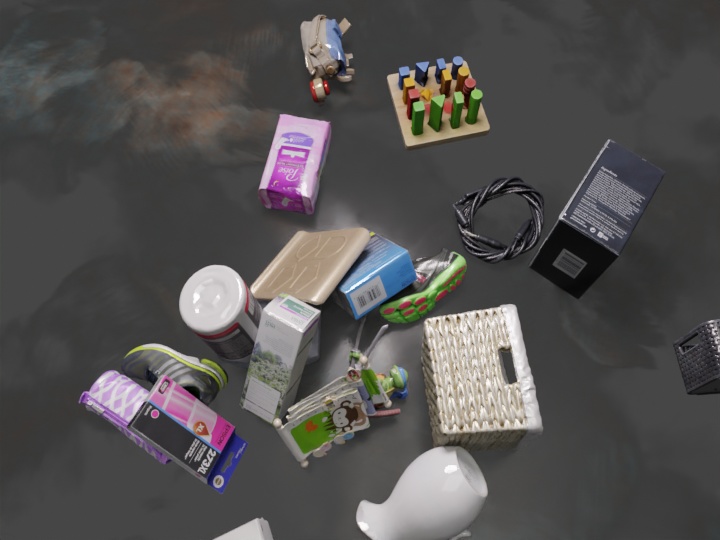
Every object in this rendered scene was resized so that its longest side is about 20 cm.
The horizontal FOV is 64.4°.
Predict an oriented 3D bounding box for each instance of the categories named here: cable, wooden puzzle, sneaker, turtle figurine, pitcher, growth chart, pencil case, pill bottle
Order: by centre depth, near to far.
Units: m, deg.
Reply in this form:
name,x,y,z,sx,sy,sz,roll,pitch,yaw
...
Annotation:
name,x,y,z,sx,sy,sz,roll,pitch,yaw
pitcher,0.114,0.386,0.891,0.199,0.121,0.173,-41,86,19
growth chart,-0.042,0.234,0.921,0.197,0.146,0.018,-34,36,2
pill bottle,-0.218,0.085,0.962,0.106,0.202,0.115,-3,63,6
turtle figurine,-0.023,0.179,0.992,0.190,0.204,0.144,-29,33,-8
pencil case,-0.388,0.253,0.993,0.195,0.085,0.086,27,99,11
sneaker,-0.338,0.191,1.014,0.192,0.076,0.082,10,34,7
wooden puzzle,-0.090,-0.003,1.066,0.195,0.047,0.187,3,46,43
sneaker,0.114,0.028,1.101,0.196,0.078,0.084,-32,51,-16
cable,0.292,-0.105,1.159,0.193,0.051,0.168,-18,67,-7

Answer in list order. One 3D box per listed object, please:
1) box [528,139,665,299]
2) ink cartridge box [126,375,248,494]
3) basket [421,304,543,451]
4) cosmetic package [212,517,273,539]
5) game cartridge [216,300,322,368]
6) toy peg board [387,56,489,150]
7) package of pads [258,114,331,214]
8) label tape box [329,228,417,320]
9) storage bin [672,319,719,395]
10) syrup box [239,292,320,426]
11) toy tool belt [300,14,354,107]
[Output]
name,x,y,z,sx,sy,sz,roll,pitch,yaw
box,0.433,-0.089,1.066,0.122,0.201,0.199,32,70,13
ink cartridge box,-0.277,0.273,0.948,0.200,0.037,0.096,44,53,-20
basket,0.190,0.190,0.949,0.154,0.202,0.205,-6,65,0
cosmetic package,-0.228,0.468,0.885,0.194,0.108,0.087,-22,66,-7
game cartridge,-0.171,0.117,1.079,0.192,0.041,0.138,1,62,2
toy peg board,0.173,-0.395,1.265,0.192,0.099,0.206,-11,66,-4
package of pads,-0.136,-0.228,1.210,0.116,0.076,0.207,8,66,8
label tape box,0.000,0.000,1.091,0.141,0.068,0.199,-32,24,-13
storage bin,0.670,0.148,0.989,0.192,0.136,0.097,-3,64,0
syrup box,-0.138,0.151,0.972,0.077,0.206,0.081,23,25,11
toy tool belt,-0.065,-0.483,1.298,0.118,0.126,0.207,-13,66,5
